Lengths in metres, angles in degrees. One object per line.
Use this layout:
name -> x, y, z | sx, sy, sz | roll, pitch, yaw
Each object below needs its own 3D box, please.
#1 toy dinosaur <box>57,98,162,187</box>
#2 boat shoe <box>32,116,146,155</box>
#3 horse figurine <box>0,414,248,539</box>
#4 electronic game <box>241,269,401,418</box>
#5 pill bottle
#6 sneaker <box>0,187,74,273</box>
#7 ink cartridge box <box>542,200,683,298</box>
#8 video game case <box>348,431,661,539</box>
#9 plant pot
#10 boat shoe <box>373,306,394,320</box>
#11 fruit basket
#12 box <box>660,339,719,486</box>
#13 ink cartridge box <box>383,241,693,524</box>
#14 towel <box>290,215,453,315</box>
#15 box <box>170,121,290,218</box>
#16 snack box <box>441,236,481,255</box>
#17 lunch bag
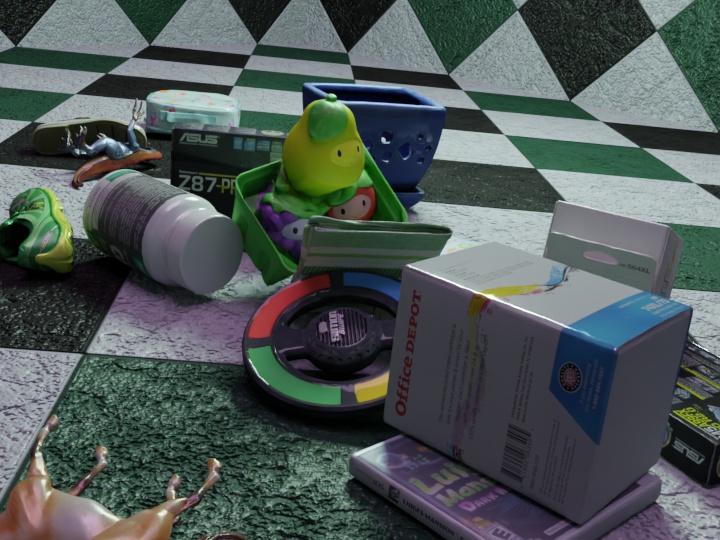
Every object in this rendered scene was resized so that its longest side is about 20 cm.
toy dinosaur -> -0.419, -0.191, 1.607 | 0.104, 0.202, 0.180 | -21, -29, 40
boat shoe -> -0.485, -0.247, 1.693 | 0.197, 0.076, 0.069 | 2, 25, -10
horse figurine -> -0.176, 0.169, 0.638 | 0.198, 0.050, 0.133 | 15, 33, 7
electronic game -> -0.018, 0.066, 0.918 | 0.197, 0.042, 0.201 | -3, 40, 2
pill bottle -> -0.241, -0.047, 1.145 | 0.199, 0.114, 0.112 | 22, 25, 40
sneaker -> -0.415, -0.056, 1.174 | 0.083, 0.075, 0.200 | -1, 21, -31
ink cartridge box -> 0.281, 0.003, 1.066 | 0.127, 0.127, 0.200 | 15, 3, 24
video game case -> 0.121, 0.170, 0.778 | 0.199, 0.024, 0.181 | -13, 26, -43
plant pot -> 0.011, -0.209, 1.579 | 0.198, 0.182, 0.200 | 0, 20, -19
boat shoe -> 0.102, 0.050, 1.038 | 0.198, 0.075, 0.060 | 2, 19, -18
fruit basket -> -0.042, -0.097, 1.102 | 0.215, 0.215, 0.156 | -20, 75, -52
box -> 0.327, 0.130, 0.925 | 0.159, 0.045, 0.200 | -5, 22, -27
ink cartridge box -> 0.143, 0.080, 0.785 | 0.199, 0.148, 0.145 | 22, 25, 37
towel -> 0.000, 0.000, 1.022 | 0.151, 0.200, 0.024 | 2, 62, -12
box -> -0.159, -0.112, 1.283 | 0.197, 0.163, 0.049 | 5, 19, -4
snack box -> 0.111, -0.001, 1.212 | 0.198, 0.054, 0.142 | 16, 21, 28
lunch bag -> -0.349, -0.319, 1.938 | 0.197, 0.078, 0.161 | 4, 21, -7
